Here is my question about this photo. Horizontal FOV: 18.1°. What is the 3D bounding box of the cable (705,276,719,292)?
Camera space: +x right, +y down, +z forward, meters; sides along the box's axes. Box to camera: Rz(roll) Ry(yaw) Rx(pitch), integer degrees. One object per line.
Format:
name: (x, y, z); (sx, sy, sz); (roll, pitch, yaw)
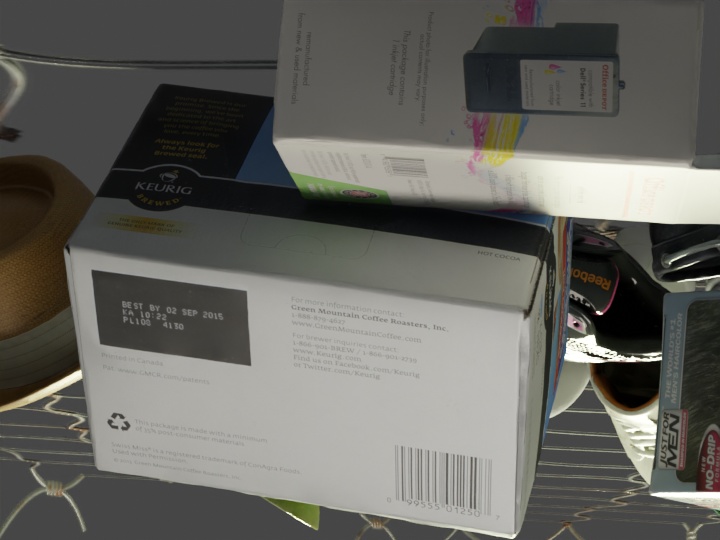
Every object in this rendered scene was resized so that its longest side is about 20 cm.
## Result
cable: (0.276, 0.004, 1.179); (0.200, 0.070, 0.200); (12, 167, -39)

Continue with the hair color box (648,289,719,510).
hair color box: (0.227, 0.076, 1.133); (0.061, 0.099, 0.200); (-4, 166, 42)

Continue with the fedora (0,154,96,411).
fedora: (-0.184, -0.006, 1.197); (0.200, 0.201, 0.082); (-3, 127, 37)

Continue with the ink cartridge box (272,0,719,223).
ink cartridge box: (0.072, -0.064, 0.887); (0.199, 0.068, 0.117); (4, 171, 5)

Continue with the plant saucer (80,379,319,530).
plant saucer: (-0.101, 0.087, 1.337); (0.200, 0.031, 0.200); (33, 176, 3)

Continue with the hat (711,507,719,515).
hat: (0.299, 0.074, 1.354); (0.200, 0.166, 0.176); (41, 152, 2)

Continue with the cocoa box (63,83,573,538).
cocoa box: (-0.012, 0.014, 1.001); (0.199, 0.131, 0.134); (8, 129, 11)

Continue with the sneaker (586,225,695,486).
sneaker: (0.162, 0.075, 1.305); (0.073, 0.085, 0.200); (5, 134, 27)

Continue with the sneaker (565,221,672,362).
sneaker: (0.085, -0.006, 1.110); (0.200, 0.081, 0.086); (18, 176, -34)

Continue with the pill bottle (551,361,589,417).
pill bottle: (0.041, 0.041, 1.371); (0.111, 0.112, 0.200); (11, 167, -35)

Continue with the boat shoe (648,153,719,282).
boat shoe: (0.219, -0.023, 1.053); (0.200, 0.068, 0.072); (-4, 167, 40)
